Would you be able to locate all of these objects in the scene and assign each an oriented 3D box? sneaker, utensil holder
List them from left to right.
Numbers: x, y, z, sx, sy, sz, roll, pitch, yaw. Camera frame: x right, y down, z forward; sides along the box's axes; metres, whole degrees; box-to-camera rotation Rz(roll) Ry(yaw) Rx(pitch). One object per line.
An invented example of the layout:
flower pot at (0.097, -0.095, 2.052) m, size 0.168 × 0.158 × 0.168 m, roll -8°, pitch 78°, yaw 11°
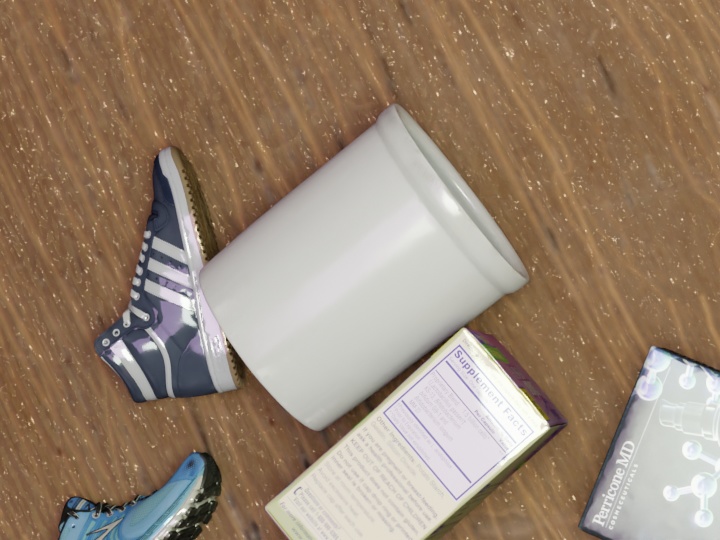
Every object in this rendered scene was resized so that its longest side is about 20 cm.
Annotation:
sneaker at (-0.198, 0.207, 1.715) m, size 0.200 × 0.078 × 0.090 m, roll -41°, pitch 77°, yaw 5°
sneaker at (-0.166, 0.008, 1.725) m, size 0.108 × 0.070 × 0.202 m, roll -14°, pitch 87°, yaw 7°
utensil holder at (0.000, 0.000, 1.647) m, size 0.200 × 0.170 × 0.170 m, roll -37°, pitch 81°, yaw 9°

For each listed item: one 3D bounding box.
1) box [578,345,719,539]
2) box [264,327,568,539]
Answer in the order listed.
box at (0.283, 0.161, 1.612) m, size 0.199 × 0.107 × 0.149 m, roll 22°, pitch 91°, yaw 12°
box at (0.046, 0.145, 1.622) m, size 0.200 × 0.176 × 0.097 m, roll -41°, pitch 81°, yaw 6°
